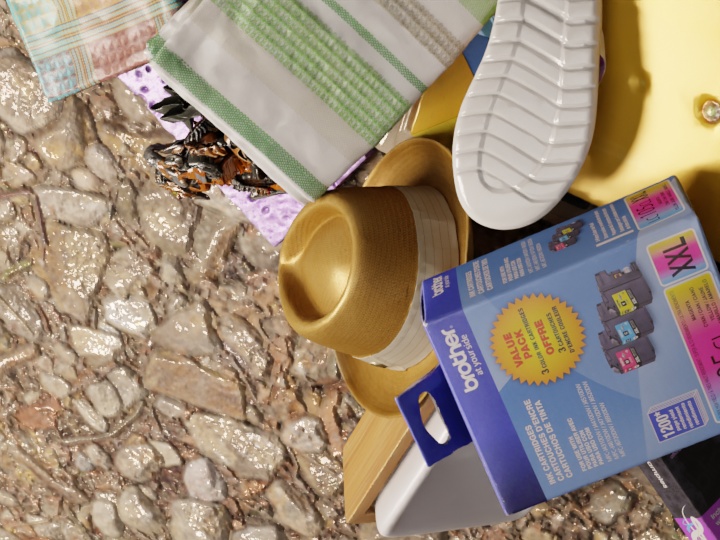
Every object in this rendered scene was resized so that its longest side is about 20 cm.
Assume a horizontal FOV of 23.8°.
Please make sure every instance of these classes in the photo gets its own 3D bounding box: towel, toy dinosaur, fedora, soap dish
[{"bbox_3d":[-0.205,-0.229,1.190,0.146,0.022,0.201,-16,100,35],"label":"towel"},{"bbox_3d":[-0.065,-0.105,1.150,0.199,0.102,0.136,-27,129,14],"label":"toy dinosaur"},{"bbox_3d":[0.000,0.000,1.116,0.081,0.201,0.201,9,128,-24],"label":"fedora"},{"bbox_3d":[0.086,0.091,1.170,0.081,0.157,0.200,59,134,34],"label":"soap dish"},{"bbox_3d":[-0.016,-0.157,1.056,0.149,0.031,0.200,42,98,-22],"label":"towel"}]

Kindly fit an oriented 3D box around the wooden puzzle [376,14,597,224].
[{"bbox_3d":[0.109,-0.123,1.113,0.199,0.037,0.186,26,124,11],"label":"wooden puzzle"}]

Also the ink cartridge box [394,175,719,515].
[{"bbox_3d":[0.121,0.051,1.004,0.199,0.076,0.137,-22,106,10],"label":"ink cartridge box"}]

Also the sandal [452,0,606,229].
[{"bbox_3d":[0.111,-0.122,1.023,0.082,0.050,0.204,17,105,17],"label":"sandal"}]

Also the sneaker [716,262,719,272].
[{"bbox_3d":[0.294,0.010,1.049,0.199,0.070,0.091,9,79,15],"label":"sneaker"}]

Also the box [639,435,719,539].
[{"bbox_3d":[0.216,0.061,1.098,0.200,0.143,0.036,54,154,-8],"label":"box"}]

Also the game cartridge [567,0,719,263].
[{"bbox_3d":[0.174,-0.116,1.023,0.199,0.032,0.177,29,123,29],"label":"game cartridge"}]

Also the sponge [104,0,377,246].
[{"bbox_3d":[-0.090,-0.123,1.210,0.200,0.030,0.111,47,125,-4],"label":"sponge"}]
